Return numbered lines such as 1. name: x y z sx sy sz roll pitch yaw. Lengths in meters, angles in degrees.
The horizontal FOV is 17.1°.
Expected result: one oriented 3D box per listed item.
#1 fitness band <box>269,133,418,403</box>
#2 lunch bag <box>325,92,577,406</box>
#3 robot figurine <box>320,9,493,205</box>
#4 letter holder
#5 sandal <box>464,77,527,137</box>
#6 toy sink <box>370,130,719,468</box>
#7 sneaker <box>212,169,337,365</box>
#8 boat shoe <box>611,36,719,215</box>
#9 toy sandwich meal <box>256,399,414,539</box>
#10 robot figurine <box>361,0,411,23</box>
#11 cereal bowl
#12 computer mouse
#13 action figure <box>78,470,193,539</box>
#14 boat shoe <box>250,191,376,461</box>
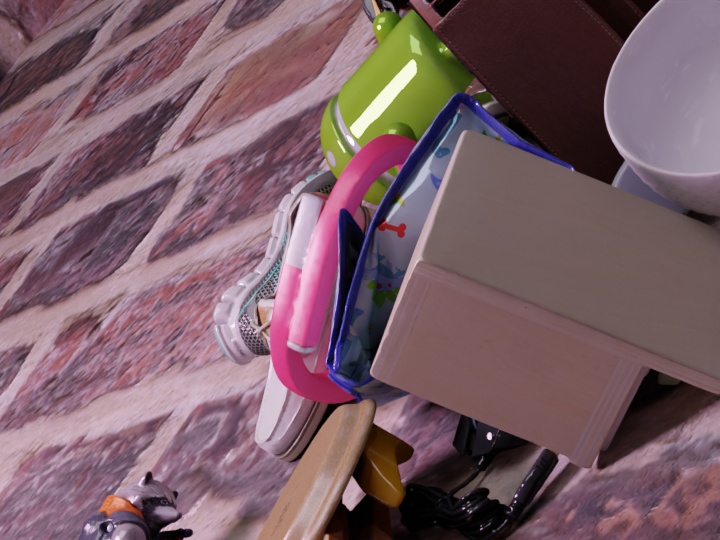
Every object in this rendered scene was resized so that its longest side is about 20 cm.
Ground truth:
1. fitness band: 0.000 0.000 1.710 0.037 0.143 0.201 24 105 33
2. lunch bag: 0.050 0.001 1.595 0.201 0.127 0.170 -56 -11 -3
3. robot figurine: 0.048 -0.132 1.936 0.200 0.115 0.176 -46 32 30
4. letter holder: 0.155 -0.152 1.627 0.142 0.200 0.101 -43 18 6
5. sandal: 0.105 -0.123 1.805 0.079 0.058 0.201 -22 2 14
6. toy sink: 0.123 0.027 1.426 0.131 0.199 0.112 -70 0 -48
7. sneaker: -0.036 -0.002 1.965 0.091 0.078 0.201 -2 48 42
8. boat shoe: 0.229 -0.095 1.574 0.200 0.070 0.066 -52 1 -12
9. toy sandwich meal: -0.020 0.174 1.517 0.206 0.070 0.205 -61 4 8
10. robot figurine: 0.097 -0.240 2.016 0.199 0.058 0.145 22 62 28
11. cereal bowl: 0.254 -0.108 1.467 0.199 0.083 0.201 -23 41 22
12. computer mouse: 0.100 0.082 1.501 0.200 0.046 0.140 -50 17 -12
13. action figure: -0.170 0.229 1.700 0.200 0.104 0.194 -26 36 50
14. boat shoe: -0.047 0.039 1.789 0.075 0.068 0.201 1 72 65
